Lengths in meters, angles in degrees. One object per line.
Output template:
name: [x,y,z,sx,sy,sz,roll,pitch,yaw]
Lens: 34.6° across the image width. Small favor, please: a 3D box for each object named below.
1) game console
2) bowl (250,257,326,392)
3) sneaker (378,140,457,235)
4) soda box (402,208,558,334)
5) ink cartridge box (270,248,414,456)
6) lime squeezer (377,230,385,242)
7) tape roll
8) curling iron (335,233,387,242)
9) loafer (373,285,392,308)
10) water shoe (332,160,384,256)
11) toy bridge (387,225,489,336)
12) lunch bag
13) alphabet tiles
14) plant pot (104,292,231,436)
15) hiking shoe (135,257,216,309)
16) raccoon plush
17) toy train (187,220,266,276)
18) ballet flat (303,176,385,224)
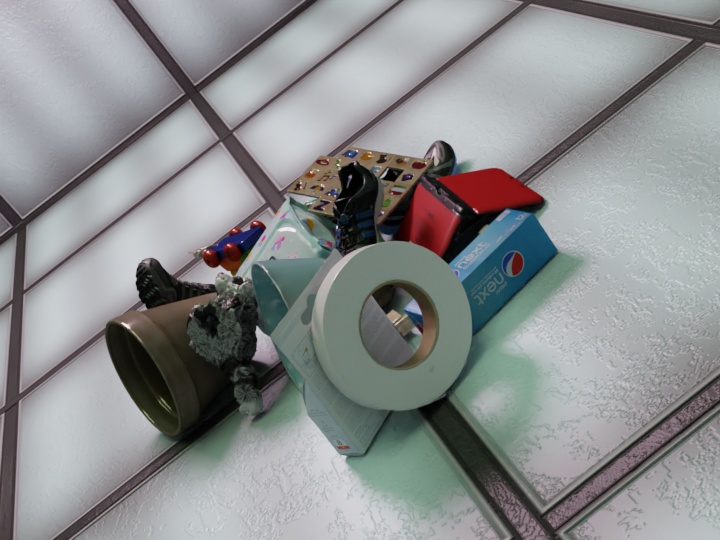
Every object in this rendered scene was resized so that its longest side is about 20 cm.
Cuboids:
game console: [0.154,-0.070,1.702,0.173,0.119,0.200,-66,19,12]
bowl: [-0.062,0.062,1.581,0.105,0.201,0.201,-22,19,-15]
sneaker: [0.085,-0.144,1.855,0.071,0.083,0.200,-2,41,53]
soda box: [0.154,0.012,1.483,0.200,0.068,0.064,-43,23,-13]
ink cartridge box: [-0.027,0.101,1.407,0.050,0.200,0.162,-13,33,46]
lime squeezer: [0.009,-0.063,1.827,0.038,0.071,0.200,-43,23,-12]
tape roll: [0.040,0.066,1.374,0.203,0.203,0.037,-47,16,-21]
curling iron: [0.036,-0.037,1.664,0.200,0.026,0.050,21,67,46]
loafer: [0.000,0.000,1.726,0.076,0.067,0.200,-36,23,2]
water shoe: [-0.016,-0.066,1.649,0.071,0.079,0.200,-19,48,29]
toy bridge: [0.119,0.019,1.552,0.200,0.027,0.067,-42,23,-8]
lunch bag: [-0.109,-0.001,1.776,0.170,0.122,0.200,-55,17,13]
alphabet tiles: [-0.010,-0.137,1.818,0.200,0.008,0.167,13,47,33]
plant pot: [-0.260,0.124,1.753,0.173,0.200,0.200,-30,17,-30]
hiking shoe: [-0.285,0.045,1.881,0.076,0.200,0.101,-3,39,45]
raccoon plush: [-0.175,0.101,1.680,0.097,0.200,0.134,-7,10,25]
toy train: [-0.213,-0.005,1.995,0.085,0.116,0.200,-43,17,-34]
ballet flat: [0.004,-0.103,1.914,0.200,0.072,0.072,-17,24,-2]
